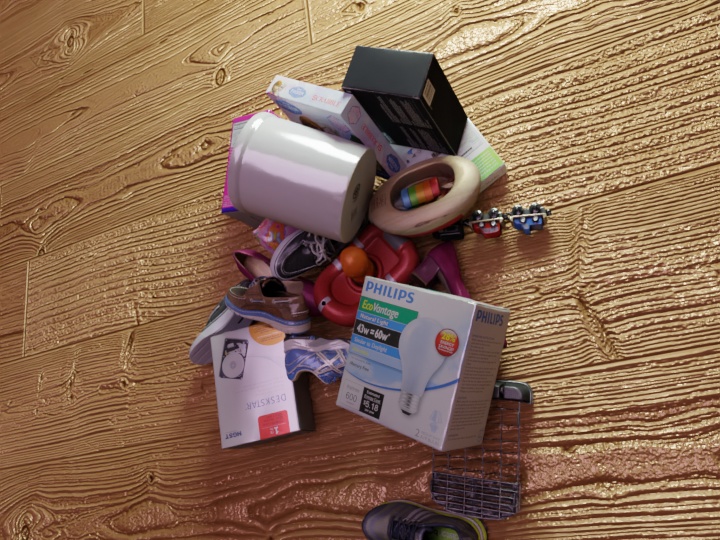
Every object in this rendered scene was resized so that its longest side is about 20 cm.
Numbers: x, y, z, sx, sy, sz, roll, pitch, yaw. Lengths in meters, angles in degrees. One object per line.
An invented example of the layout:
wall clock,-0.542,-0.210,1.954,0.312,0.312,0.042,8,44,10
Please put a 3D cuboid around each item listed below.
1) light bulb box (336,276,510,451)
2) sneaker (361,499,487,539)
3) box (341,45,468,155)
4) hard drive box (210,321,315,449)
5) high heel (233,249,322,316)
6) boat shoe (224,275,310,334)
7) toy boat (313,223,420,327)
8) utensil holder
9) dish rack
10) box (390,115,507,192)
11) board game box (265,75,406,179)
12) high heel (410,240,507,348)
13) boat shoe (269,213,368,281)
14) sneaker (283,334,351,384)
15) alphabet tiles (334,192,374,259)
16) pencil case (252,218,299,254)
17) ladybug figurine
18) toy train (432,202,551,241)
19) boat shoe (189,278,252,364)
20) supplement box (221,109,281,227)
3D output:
light bulb box,0.092,0.130,0.881,0.196,0.124,0.204,12,89,37
sneaker,0.088,0.394,0.906,0.197,0.081,0.075,-7,74,25
box,0.078,-0.273,0.973,0.139,0.200,0.080,15,82,27
hard drive box,-0.177,0.204,1.079,0.153,0.077,0.203,-17,71,12
high heel,-0.152,0.025,1.104,0.198,0.096,0.068,26,87,30
boat shoe,-0.160,0.048,1.041,0.198,0.072,0.074,15,108,34
toy boat,0.000,0.000,1.015,0.200,0.131,0.131,-45,62,3
utensil holder,-0.091,-0.152,0.983,0.197,0.170,0.173,18,85,14
dish rack,0.180,0.267,0.910,0.151,0.054,0.204,-1,79,28
box,0.147,-0.207,1.057,0.144,0.036,0.202,-37,62,14
board game box,-0.041,-0.247,1.047,0.199,0.199,0.042,27,81,40
high heel,0.180,0.034,0.968,0.096,0.068,0.200,-41,71,-14
boat shoe,-0.070,-0.045,1.059,0.198,0.074,0.068,-32,24,-14
sneaker,-0.036,0.155,1.017,0.196,0.076,0.079,2,77,8
alphabet tiles,-0.055,-0.123,1.153,0.166,0.006,0.201,-41,63,13
pencil case,-0.109,-0.114,1.109,0.087,0.088,0.201,35,83,29
ladybug figurine,0.107,-0.114,0.984,0.197,0.072,0.138,-16,52,20
toy train,0.212,-0.075,0.981,0.196,0.034,0.047,-6,66,20
boat shoe,-0.263,0.102,1.174,0.200,0.072,0.071,-44,40,12
supplement box,-0.197,-0.199,1.187,0.102,0.101,0.204,-2,75,31
